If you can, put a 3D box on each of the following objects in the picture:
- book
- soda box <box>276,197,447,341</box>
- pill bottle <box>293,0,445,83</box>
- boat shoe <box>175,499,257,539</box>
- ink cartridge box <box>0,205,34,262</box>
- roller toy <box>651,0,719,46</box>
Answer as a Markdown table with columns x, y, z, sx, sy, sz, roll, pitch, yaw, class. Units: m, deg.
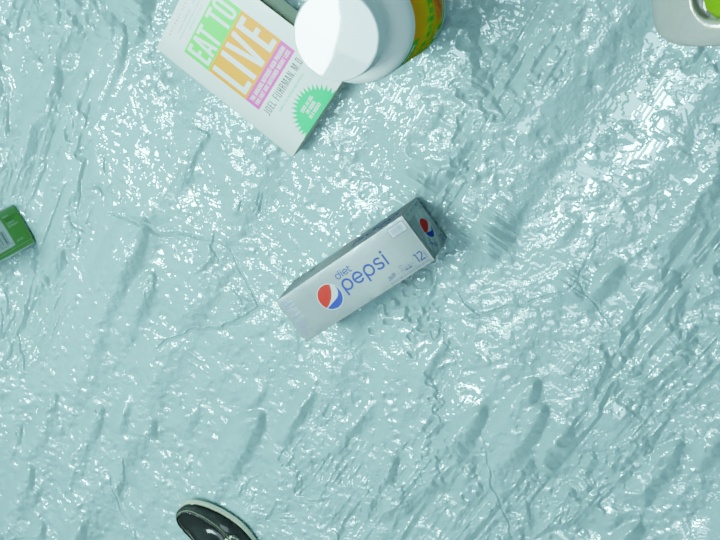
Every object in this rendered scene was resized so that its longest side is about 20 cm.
| x | y | z | sx | sy | sz | roll | pitch | yaw | class |
| --- | --- | --- | --- | --- | --- | --- | --- | --- | --- |
| -0.117 | -0.240 | 1.118 | 0.200 | 0.048 | 0.134 | 38 | 122 | -1 | book |
| 0.000 | 0.000 | 1.158 | 0.200 | 0.068 | 0.064 | -33 | 99 | 28 | soda box |
| 0.009 | -0.246 | 0.978 | 0.111 | 0.200 | 0.112 | 7 | 114 | 17 | pill bottle |
| -0.181 | 0.399 | 1.389 | 0.200 | 0.068 | 0.072 | 44 | 120 | 0 | boat shoe |
| -0.543 | -0.010 | 1.325 | 0.199 | 0.104 | 0.059 | -23 | 102 | 26 | ink cartridge box |
| 0.341 | -0.280 | 0.860 | 0.182 | 0.200 | 0.140 | -16 | 109 | -12 | roller toy |
